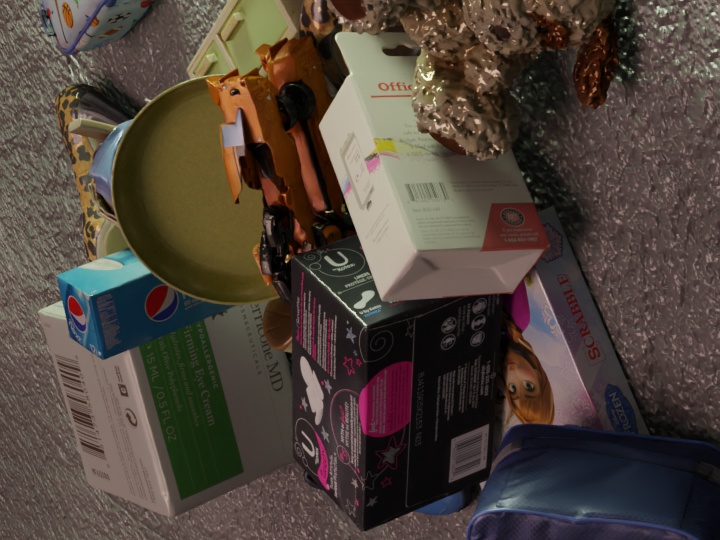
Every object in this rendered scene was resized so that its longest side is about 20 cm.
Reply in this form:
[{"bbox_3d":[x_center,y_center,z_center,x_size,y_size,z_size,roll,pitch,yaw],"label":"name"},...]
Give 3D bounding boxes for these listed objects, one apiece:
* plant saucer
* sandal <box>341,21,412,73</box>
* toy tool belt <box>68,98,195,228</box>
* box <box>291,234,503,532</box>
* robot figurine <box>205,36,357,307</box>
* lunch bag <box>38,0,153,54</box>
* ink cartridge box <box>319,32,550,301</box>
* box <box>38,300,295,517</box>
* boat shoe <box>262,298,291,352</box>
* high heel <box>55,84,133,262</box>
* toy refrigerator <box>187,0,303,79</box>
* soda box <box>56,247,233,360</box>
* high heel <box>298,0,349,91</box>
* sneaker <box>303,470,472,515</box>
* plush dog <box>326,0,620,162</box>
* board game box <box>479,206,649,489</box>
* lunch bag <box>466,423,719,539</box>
[{"bbox_3d":[-0.105,-0.069,1.602,0.031,0.199,0.201,-83,-14,-67],"label":"plant saucer"},{"bbox_3d":[0.021,-0.246,1.453,0.070,0.077,0.212,-115,34,-47],"label":"sandal"},{"bbox_3d":[-0.154,-0.087,1.675,0.199,0.125,0.123,9,155,38],"label":"toy tool belt"},{"bbox_3d":[0.027,0.076,1.513,0.115,0.132,0.201,43,142,43],"label":"box"},{"bbox_3d":[-0.053,-0.072,1.520,0.058,0.145,0.201,2,115,34],"label":"robot figurine"},{"bbox_3d":[-0.268,-0.309,1.894,0.200,0.075,0.161,-30,81,59],"label":"lunch bag"},{"bbox_3d":[0.046,-0.080,1.433,0.068,0.116,0.201,-55,45,48],"label":"ink cartridge box"},{"bbox_3d":[-0.185,0.111,1.932,0.200,0.171,0.200,8,116,56],"label":"box"},{"bbox_3d":[0.000,0.000,1.631,0.200,0.065,0.072,-47,45,26],"label":"boat shoe"},{"bbox_3d":[-0.280,-0.089,2.036,0.142,0.071,0.201,32,120,39],"label":"high heel"},{"bbox_3d":[-0.081,-0.194,1.662,0.076,0.070,0.200,62,151,10],"label":"toy refrigerator"},{"bbox_3d":[-0.162,0.007,1.715,0.068,0.199,0.064,25,130,51],"label":"soda box"},{"bbox_3d":[0.021,-0.155,1.527,0.142,0.071,0.201,32,139,39],"label":"high heel"},{"bbox_3d":[0.021,0.191,1.740,0.200,0.078,0.066,5,112,56],"label":"sneaker"},{"bbox_3d":[0.099,-0.191,1.331,0.171,0.161,0.200,-2,137,45],"label":"plush dog"},{"bbox_3d":[0.124,0.071,1.524,0.200,0.041,0.200,-28,85,60],"label":"board game box"},{"bbox_3d":[0.181,0.190,1.382,0.199,0.132,0.136,7,122,13],"label":"lunch bag"}]
